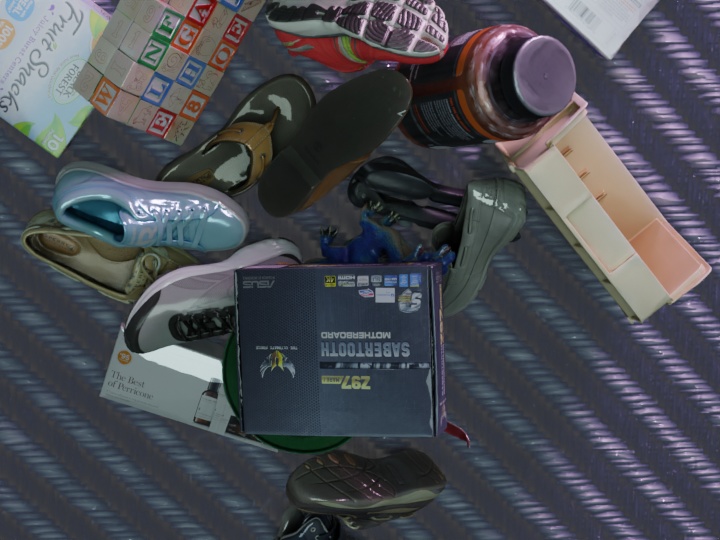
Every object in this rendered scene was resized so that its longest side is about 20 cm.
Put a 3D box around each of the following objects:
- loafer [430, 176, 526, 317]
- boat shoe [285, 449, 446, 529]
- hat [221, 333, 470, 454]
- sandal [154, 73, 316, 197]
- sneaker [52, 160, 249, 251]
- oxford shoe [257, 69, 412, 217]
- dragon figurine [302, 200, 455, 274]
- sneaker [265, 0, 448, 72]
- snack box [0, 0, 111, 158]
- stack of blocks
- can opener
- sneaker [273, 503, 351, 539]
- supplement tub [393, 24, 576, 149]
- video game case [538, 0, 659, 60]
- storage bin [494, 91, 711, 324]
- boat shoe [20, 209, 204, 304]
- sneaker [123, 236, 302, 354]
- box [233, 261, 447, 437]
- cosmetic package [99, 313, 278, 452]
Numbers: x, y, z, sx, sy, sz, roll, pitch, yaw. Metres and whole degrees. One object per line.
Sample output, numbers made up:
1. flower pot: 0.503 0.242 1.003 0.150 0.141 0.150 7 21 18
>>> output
1. loafer: 0.100 -0.024 1.237 0.069 0.071 0.201 12 138 -13
2. boat shoe: 0.004 0.240 1.297 0.198 0.075 0.074 5 124 -37
3. hat: -0.018 0.092 1.212 0.197 0.176 0.168 7 75 -22
4. sandal: -0.127 -0.119 1.245 0.198 0.055 0.082 -32 102 5
5. sneaker: -0.209 -0.045 1.218 0.197 0.082 0.075 11 126 -8
6. oxford shoe: -0.018 -0.130 1.223 0.199 0.071 0.072 -38 78 29
7. dragon figurine: 0.000 0.000 1.228 0.198 0.101 0.059 -28 145 27
8. sneaker: 0.003 -0.227 1.188 0.078 0.198 0.085 -59 147 -23
9. snack box: -0.336 -0.229 1.207 0.199 0.053 0.143 37 100 -11
10. stack of blocks: -0.174 -0.232 1.180 0.058 0.115 0.201 37 100 30
11. can opener: 0.080 -0.066 1.270 0.197 0.079 0.064 17 110 -20
12. sneaker: 0.001 0.305 1.343 0.199 0.077 0.148 -15 107 1
13. supplement tub: 0.116 -0.172 1.164 0.106 0.199 0.109 -1 93 -28
14. video game case: 0.231 -0.344 1.219 0.199 0.045 0.182 39 99 -11
15. storage bin: 0.229 -0.071 1.207 0.093 0.199 0.201 -38 103 10
16. boat shoe: -0.250 -0.003 1.261 0.197 0.063 0.074 17 101 -8
17. sneaker: -0.143 0.035 1.234 0.198 0.080 0.074 -23 140 -8
18. box: -0.019 0.074 1.161 0.197 0.051 0.160 0 95 17
19. cosmetic package: -0.168 0.119 1.302 0.197 0.051 0.084 18 101 -8
